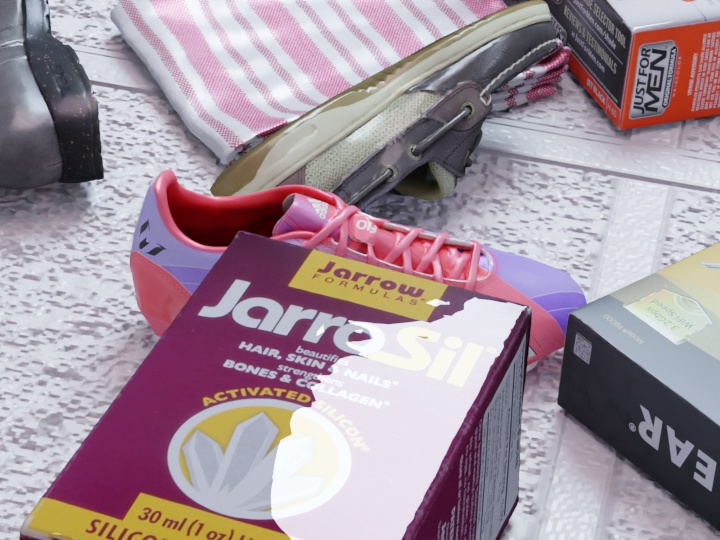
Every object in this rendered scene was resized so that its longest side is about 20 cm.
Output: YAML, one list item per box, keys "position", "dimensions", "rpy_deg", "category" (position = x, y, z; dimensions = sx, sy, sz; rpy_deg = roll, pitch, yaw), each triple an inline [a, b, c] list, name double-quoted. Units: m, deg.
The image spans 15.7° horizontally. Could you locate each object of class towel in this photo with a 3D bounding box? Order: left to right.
- position: [-0.011, -0.117, 1.321]
  dimensions: [0.199, 0.030, 0.146]
  rpy_deg: [-15, 40, -24]
  category: "towel"

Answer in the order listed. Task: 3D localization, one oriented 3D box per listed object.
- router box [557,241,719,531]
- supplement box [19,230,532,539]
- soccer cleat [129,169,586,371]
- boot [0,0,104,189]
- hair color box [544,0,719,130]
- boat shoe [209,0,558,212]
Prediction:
- position: [0.205, 0.059, 1.084]
  dimensions: [0.157, 0.052, 0.200]
  rpy_deg: [-23, 44, -33]
  category: "router box"
- position: [-0.026, 0.091, 0.973]
  dimensions: [0.130, 0.104, 0.200]
  rpy_deg: [13, 36, 14]
  category: "supplement box"
- position: [0.000, 0.000, 1.122]
  dimensions: [0.199, 0.077, 0.067]
  rpy_deg: [5, 36, 0]
  category: "soccer cleat"
- position: [-0.208, -0.096, 1.243]
  dimensions: [0.131, 0.070, 0.200]
  rpy_deg: [-13, 35, -15]
  category: "boot"
- position: [0.203, -0.135, 1.343]
  dimensions: [0.199, 0.062, 0.102]
  rpy_deg: [-9, 38, -20]
  category: "hair color box"
- position: [0.021, -0.061, 1.219]
  dimensions: [0.200, 0.072, 0.066]
  rpy_deg: [-32, 93, -31]
  category: "boat shoe"
